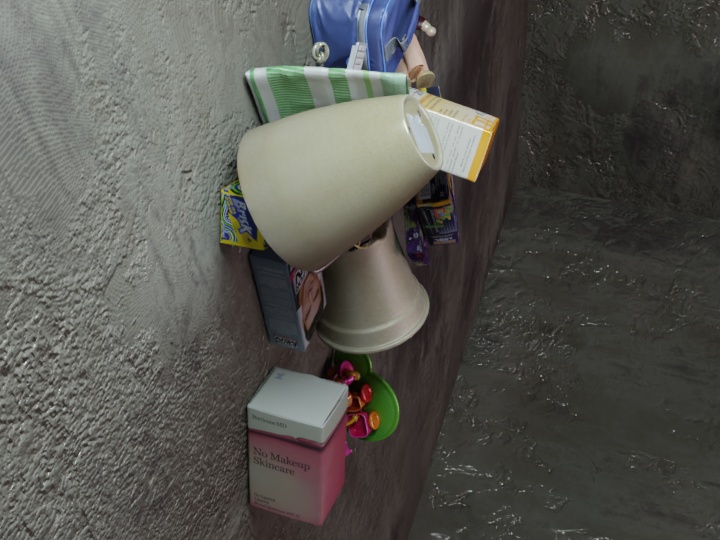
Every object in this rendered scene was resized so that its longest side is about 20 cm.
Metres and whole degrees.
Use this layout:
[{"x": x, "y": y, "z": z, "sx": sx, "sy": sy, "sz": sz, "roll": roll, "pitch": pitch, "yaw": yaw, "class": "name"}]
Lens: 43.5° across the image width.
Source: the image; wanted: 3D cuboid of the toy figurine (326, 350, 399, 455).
[{"x": -0.039, "y": 0.257, "z": 1.637, "sx": 0.184, "sy": 0.149, "sz": 0.202, "roll": -32, "pitch": 111, "yaw": -57, "class": "toy figurine"}]

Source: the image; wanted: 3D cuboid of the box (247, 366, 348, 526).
[{"x": -0.096, "y": 0.270, "z": 1.386, "sx": 0.109, "sy": 0.127, "sz": 0.202, "roll": -54, "pitch": 151, "yaw": -55, "class": "box"}]

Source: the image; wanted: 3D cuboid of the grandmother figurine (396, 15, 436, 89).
[{"x": 0.062, "y": -0.381, "z": 1.450, "sx": 0.061, "sy": 0.120, "sz": 0.202, "roll": 113, "pitch": -38, "yaw": -61, "class": "grandmother figurine"}]

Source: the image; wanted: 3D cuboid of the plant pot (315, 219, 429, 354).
[{"x": 0.000, "y": 0.000, "z": 1.469, "sx": 0.201, "sy": 0.198, "sz": 0.185, "roll": -63, "pitch": 147, "yaw": -44, "class": "plant pot"}]

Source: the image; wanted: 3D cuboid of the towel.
[{"x": -0.034, "y": -0.196, "z": 1.117, "sx": 0.153, "sy": 0.198, "sz": 0.024, "roll": 74, "pitch": 26, "yaw": -60, "class": "towel"}]

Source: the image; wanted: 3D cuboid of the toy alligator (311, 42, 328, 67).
[{"x": -0.067, "y": -0.233, "z": 1.240, "sx": 0.059, "sy": 0.054, "sz": 0.201, "roll": -25, "pitch": 139, "yaw": -26, "class": "toy alligator"}]

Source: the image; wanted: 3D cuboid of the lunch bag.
[{"x": 0.017, "y": -0.370, "z": 1.303, "sx": 0.136, "sy": 0.131, "sz": 0.201, "roll": 80, "pitch": 26, "yaw": -54, "class": "lunch bag"}]

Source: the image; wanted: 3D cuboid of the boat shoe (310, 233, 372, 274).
[{"x": -0.003, "y": -0.066, "z": 1.223, "sx": 0.200, "sy": 0.059, "sz": 0.072, "roll": -45, "pitch": 157, "yaw": -6, "class": "boat shoe"}]

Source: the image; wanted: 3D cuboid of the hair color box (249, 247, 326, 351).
[{"x": -0.101, "y": 0.015, "z": 1.303, "sx": 0.201, "sy": 0.060, "sz": 0.100, "roll": 84, "pitch": 23, "yaw": -50, "class": "hair color box"}]

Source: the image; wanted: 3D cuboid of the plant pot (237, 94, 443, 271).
[{"x": -0.010, "y": -0.121, "z": 1.061, "sx": 0.187, "sy": 0.199, "sz": 0.189, "roll": 42, "pitch": 37, "yaw": -42, "class": "plant pot"}]

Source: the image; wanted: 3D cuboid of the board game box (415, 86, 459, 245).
[{"x": 0.119, "y": -0.164, "z": 1.449, "sx": 0.165, "sy": 0.056, "sz": 0.202, "roll": 58, "pitch": 27, "yaw": -66, "class": "board game box"}]

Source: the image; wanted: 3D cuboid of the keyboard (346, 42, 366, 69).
[{"x": -0.023, "y": -0.209, "z": 1.227, "sx": 0.056, "sy": 0.011, "sz": 0.202, "roll": -29, "pitch": 136, "yaw": -70, "class": "keyboard"}]

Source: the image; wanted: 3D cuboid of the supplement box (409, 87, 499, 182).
[{"x": 0.080, "y": -0.197, "z": 1.217, "sx": 0.126, "sy": 0.198, "sz": 0.074, "roll": -54, "pitch": 163, "yaw": -68, "class": "supplement box"}]

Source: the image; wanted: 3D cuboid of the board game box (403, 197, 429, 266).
[{"x": 0.087, "y": -0.116, "z": 1.473, "sx": 0.120, "sy": 0.032, "sz": 0.202, "roll": 55, "pitch": 31, "yaw": -79, "class": "board game box"}]

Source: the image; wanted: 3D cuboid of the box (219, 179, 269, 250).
[{"x": -0.111, "y": -0.096, "z": 1.174, "sx": 0.200, "sy": 0.064, "sz": 0.071, "roll": -50, "pitch": 149, "yaw": -62, "class": "box"}]
